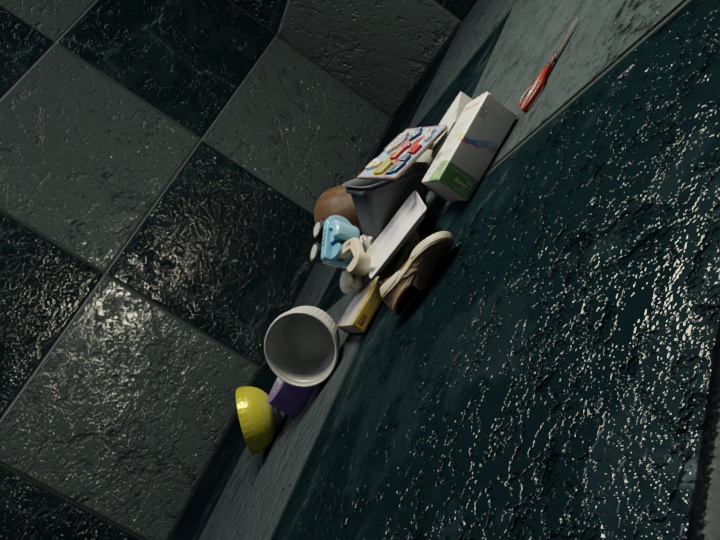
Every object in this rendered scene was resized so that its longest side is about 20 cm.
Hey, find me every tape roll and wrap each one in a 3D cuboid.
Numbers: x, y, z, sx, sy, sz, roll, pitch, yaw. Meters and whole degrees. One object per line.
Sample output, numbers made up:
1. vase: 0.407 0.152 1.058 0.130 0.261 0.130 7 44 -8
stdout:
1. tape roll: -0.184 0.311 1.663 0.203 0.084 0.200 -58 9 14

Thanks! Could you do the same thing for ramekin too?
1. ramekin: -0.144 0.189 1.507 0.202 0.198 0.105 -55 0 17

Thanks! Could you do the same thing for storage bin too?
1. storage bin: 0.067 -0.170 1.401 0.196 0.138 0.145 -22 21 -25

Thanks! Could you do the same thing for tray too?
1. tray: 0.080 -0.077 1.291 0.201 0.022 0.108 -52 24 18

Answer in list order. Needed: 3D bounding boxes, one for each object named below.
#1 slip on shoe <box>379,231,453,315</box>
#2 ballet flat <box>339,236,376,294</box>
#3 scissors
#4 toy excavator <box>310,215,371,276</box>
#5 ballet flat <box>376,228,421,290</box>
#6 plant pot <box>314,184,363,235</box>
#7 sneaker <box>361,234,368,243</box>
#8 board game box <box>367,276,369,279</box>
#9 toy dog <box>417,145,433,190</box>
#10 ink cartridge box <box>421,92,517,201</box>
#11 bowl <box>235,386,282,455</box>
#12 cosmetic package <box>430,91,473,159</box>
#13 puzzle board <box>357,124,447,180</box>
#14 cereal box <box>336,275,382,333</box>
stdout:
1. slip on shoe: 0.112 0.008 1.099 0.200 0.075 0.062 -45 55 31
2. ballet flat: 0.000 0.000 1.469 0.202 0.068 0.070 -58 8 33
3. scissors: 0.371 -0.400 1.120 0.202 0.014 0.073 -56 7 16
4. toy excavator: -0.039 -0.060 1.392 0.199 0.098 0.199 -36 44 53
5. ballet flat: 0.100 -0.037 1.311 0.072 0.068 0.203 -5 52 53
6. plant pot: -0.003 -0.162 1.586 0.199 0.186 0.190 -15 43 58
7. sneaker: 0.008 -0.074 1.516 0.202 0.113 0.073 -57 0 34
8. board game box: 0.075 -0.038 1.506 0.160 0.038 0.200 -60 1 -3
9. toy dog: 0.191 -0.265 1.512 0.132 0.094 0.204 -42 34 52
10. ink cartridge box: 0.225 -0.253 1.214 0.203 0.083 0.145 -59 9 2
11. bowl: -0.294 0.434 1.726 0.105 0.205 0.200 -16 8 -5
12. cosmetic package: 0.242 -0.345 1.426 0.114 0.080 0.202 -55 11 35
13. puzzle board: 0.096 -0.281 1.357 0.200 0.018 0.149 -46 32 -22
14. cereal box: 0.008 0.088 1.456 0.146 0.039 0.200 -59 8 -12
